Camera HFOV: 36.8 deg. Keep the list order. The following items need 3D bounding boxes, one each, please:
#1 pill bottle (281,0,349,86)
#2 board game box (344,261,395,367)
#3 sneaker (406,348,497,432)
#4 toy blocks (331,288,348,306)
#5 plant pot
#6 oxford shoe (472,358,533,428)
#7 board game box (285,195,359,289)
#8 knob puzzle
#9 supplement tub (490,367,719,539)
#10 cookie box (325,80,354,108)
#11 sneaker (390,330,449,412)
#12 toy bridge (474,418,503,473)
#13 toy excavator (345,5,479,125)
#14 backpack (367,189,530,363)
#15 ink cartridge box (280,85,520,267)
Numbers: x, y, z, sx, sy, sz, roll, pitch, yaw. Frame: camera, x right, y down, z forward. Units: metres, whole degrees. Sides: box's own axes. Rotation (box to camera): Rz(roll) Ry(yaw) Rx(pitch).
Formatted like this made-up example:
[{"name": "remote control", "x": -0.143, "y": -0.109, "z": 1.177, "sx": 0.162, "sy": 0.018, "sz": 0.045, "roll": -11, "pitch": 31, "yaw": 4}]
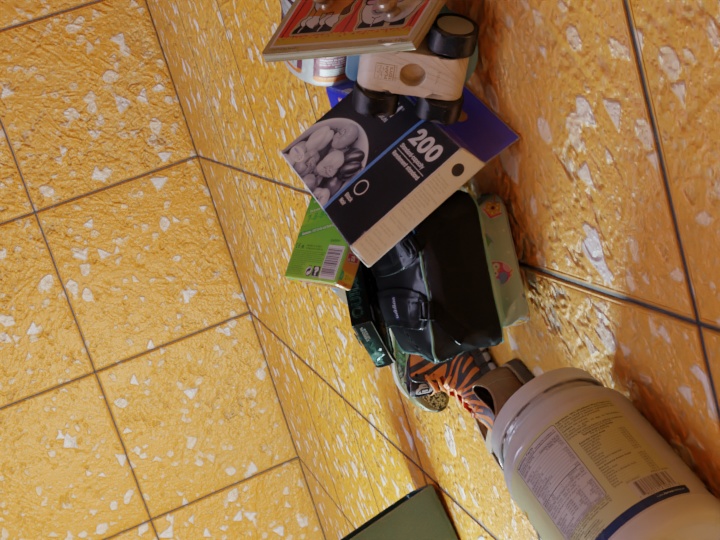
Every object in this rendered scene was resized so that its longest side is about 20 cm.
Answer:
[{"name": "pill bottle", "x": -0.039, "y": -0.322, "z": 1.286, "sx": 0.200, "sy": 0.113, "sz": 0.115, "roll": 101, "pitch": 146, "yaw": -64}, {"name": "board game box", "x": 0.000, "y": 0.000, "z": 1.287, "sx": 0.135, "sy": 0.028, "sz": 0.202, "roll": 62, "pitch": -164, "yaw": -61}, {"name": "sneaker", "x": 0.120, "y": 0.153, "z": 1.355, "sx": 0.078, "sy": 0.111, "sz": 0.201, "roll": 93, "pitch": 153, "yaw": -59}, {"name": "toy blocks", "x": -0.012, "y": -0.021, "z": 1.515, "sx": 0.137, "sy": 0.100, "sz": 0.201, "roll": 45, "pitch": -156, "yaw": -27}, {"name": "plant pot", "x": 0.082, "y": 0.518, "z": 1.897, "sx": 0.201, "sy": 0.195, "sz": 0.196, "roll": 56, "pitch": 164, "yaw": 8}, {"name": "oxford shoe", "x": 0.191, "y": 0.179, "z": 1.212, "sx": 0.200, "sy": 0.071, "sz": 0.072, "roll": -133, "pitch": 27, "yaw": -53}, {"name": "board game box", "x": -0.018, "y": -0.080, "z": 1.208, "sx": 0.095, "sy": 0.030, "sz": 0.202, "roll": 7, "pitch": 77, "yaw": 50}, {"name": "knob puzzle", "x": 0.014, "y": -0.280, "z": 1.017, "sx": 0.031, "sy": 0.219, "sz": 0.220, "roll": 55, "pitch": 178, "yaw": -40}, {"name": "supplement tub", "x": 0.218, "y": 0.197, "z": 0.976, "sx": 0.200, "sy": 0.144, "sz": 0.146, "roll": -126, "pitch": 20, "yaw": -47}, {"name": "cookie box", "x": 0.039, "y": -0.133, "z": 1.337, "sx": 0.171, "sy": 0.075, "sz": 0.202, "roll": -141, "pitch": 33, "yaw": -64}, {"name": "sneaker", "x": 0.084, "y": 0.111, "z": 1.536, "sx": 0.088, "sy": 0.076, "sz": 0.202, "roll": -4, "pitch": 108, "yaw": 67}, {"name": "toy bridge", "x": 0.177, "y": 0.215, "z": 1.404, "sx": 0.067, "sy": 0.027, "sz": 0.201, "roll": 88, "pitch": 158, "yaw": -55}, {"name": "toy excavator", "x": 0.023, "y": -0.249, "z": 1.099, "sx": 0.201, "sy": 0.192, "sz": 0.101, "roll": -84, "pitch": 2, "yaw": -50}, {"name": "backpack", "x": 0.088, "y": 0.006, "z": 1.180, "sx": 0.200, "sy": 0.152, "sz": 0.177, "roll": 164, "pitch": 91, "yaw": -70}, {"name": "ink cartridge box", "x": 0.034, "y": -0.129, "z": 1.112, "sx": 0.043, "sy": 0.200, "sz": 0.198, "roll": 48, "pitch": -177, "yaw": -43}]
